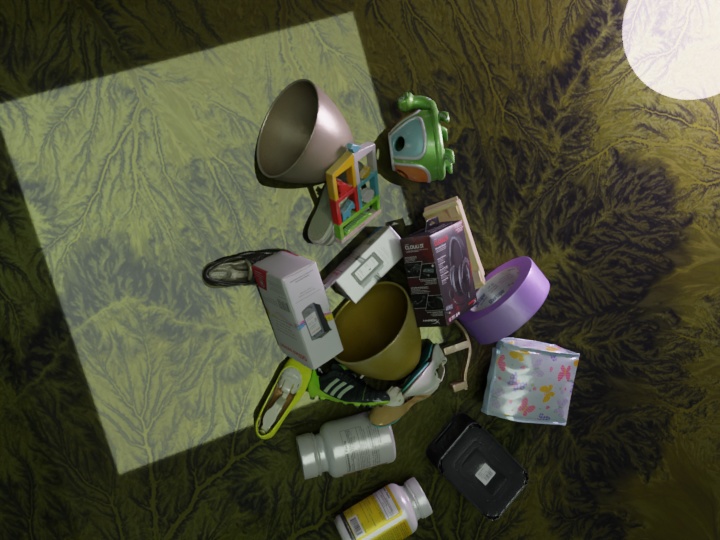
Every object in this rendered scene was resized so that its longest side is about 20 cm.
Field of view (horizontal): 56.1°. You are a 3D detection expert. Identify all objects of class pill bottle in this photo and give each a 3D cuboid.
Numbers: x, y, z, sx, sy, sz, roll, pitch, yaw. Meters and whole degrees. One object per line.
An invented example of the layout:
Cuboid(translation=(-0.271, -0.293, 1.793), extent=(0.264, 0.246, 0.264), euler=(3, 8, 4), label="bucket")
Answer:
Cuboid(translation=(0.051, 0.535, 1.458), extent=(0.197, 0.112, 0.114), euler=(-27, 99, -9), label="pill bottle")
Cuboid(translation=(-0.033, 0.371, 1.428), extent=(0.196, 0.114, 0.117), euler=(-12, 96, -11), label="pill bottle")

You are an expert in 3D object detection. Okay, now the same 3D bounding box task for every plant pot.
Cuboid(translation=(0.050, 0.148, 1.410), extent=(0.200, 0.200, 0.142), euler=(-45, 125, -6), label="plant pot")

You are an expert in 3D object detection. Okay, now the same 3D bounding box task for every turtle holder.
Cuboid(translation=(0.122, -0.278, 1.414), extent=(0.129, 0.141, 0.190), euler=(-8, 104, 5), label="turtle holder")

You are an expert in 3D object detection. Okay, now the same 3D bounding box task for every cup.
Cuboid(translation=(-0.094, -0.257, 1.354), extent=(0.142, 0.199, 0.204), euler=(20, 89, -39), label="cup")

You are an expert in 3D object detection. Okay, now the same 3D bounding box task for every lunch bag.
Cuboid(translation=(0.367, 0.242, 1.507), extent=(0.196, 0.127, 0.174), euler=(8, 94, -23), label="lunch bag")

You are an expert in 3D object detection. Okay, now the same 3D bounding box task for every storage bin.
Cuboid(translation=(0.260, 0.435, 1.509), extent=(0.200, 0.094, 0.135), euler=(45, 83, -11), label="storage bin")

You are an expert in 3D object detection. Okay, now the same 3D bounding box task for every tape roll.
Cuboid(translation=(0.303, 0.063, 1.441), extent=(0.200, 0.200, 0.066), euler=(-43, 101, -7), label="tape roll")

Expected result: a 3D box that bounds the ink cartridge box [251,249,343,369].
Cuboid(translation=(-0.126, 0.075, 1.345), extent=(0.085, 0.147, 0.203), euler=(-30, 117, -26), label="ink cartridge box")

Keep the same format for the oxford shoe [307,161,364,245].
Cuboid(translation=(-0.048, -0.140, 1.428), extent=(0.203, 0.074, 0.058), euler=(-64, 147, -10), label="oxford shoe")

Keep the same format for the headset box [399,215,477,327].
Cuboid(translation=(0.160, -0.005, 1.369), extent=(0.148, 0.076, 0.204), euler=(-24, 106, -53), label="headset box")

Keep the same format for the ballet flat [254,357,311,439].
Cuboid(translation=(-0.162, 0.263, 1.413), extent=(0.066, 0.067, 0.202), euler=(29, 87, 7), label="ballet flat")

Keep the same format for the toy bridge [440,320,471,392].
Cuboid(translation=(0.213, 0.172, 1.516), extent=(0.066, 0.027, 0.204), euler=(-16, 97, -12), label="toy bridge")

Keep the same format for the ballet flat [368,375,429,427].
Cuboid(translation=(0.085, 0.264, 1.435), extent=(0.198, 0.068, 0.064), euler=(-22, 124, -48), label="ballet flat")

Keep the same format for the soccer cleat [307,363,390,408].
Cuboid(translation=(-0.027, 0.237, 1.400), extent=(0.196, 0.067, 0.083), euler=(3, 84, 31), label="soccer cleat")

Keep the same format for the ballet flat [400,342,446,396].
Cuboid(translation=(0.144, 0.219, 1.425), extent=(0.068, 0.200, 0.071), euler=(8, 113, 18), label="ballet flat")

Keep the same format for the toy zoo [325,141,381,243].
Cuboid(translation=(-0.013, -0.169, 1.368), extent=(0.131, 0.020, 0.203), euler=(-41, 141, -31), label="toy zoo")

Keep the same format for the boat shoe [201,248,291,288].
Cuboid(translation=(-0.226, 0.000, 1.387), extent=(0.196, 0.065, 0.075), euler=(-14, 95, -12), label="boat shoe")

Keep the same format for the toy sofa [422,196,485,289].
Cuboid(translation=(0.206, -0.053, 1.483), extent=(0.081, 0.098, 0.204), euler=(-18, 98, 14), label="toy sofa")

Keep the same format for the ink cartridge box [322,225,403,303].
Cuboid(translation=(0.000, 0.000, 1.413), extent=(0.200, 0.116, 0.068), euler=(-44, 100, -6), label="ink cartridge box")
